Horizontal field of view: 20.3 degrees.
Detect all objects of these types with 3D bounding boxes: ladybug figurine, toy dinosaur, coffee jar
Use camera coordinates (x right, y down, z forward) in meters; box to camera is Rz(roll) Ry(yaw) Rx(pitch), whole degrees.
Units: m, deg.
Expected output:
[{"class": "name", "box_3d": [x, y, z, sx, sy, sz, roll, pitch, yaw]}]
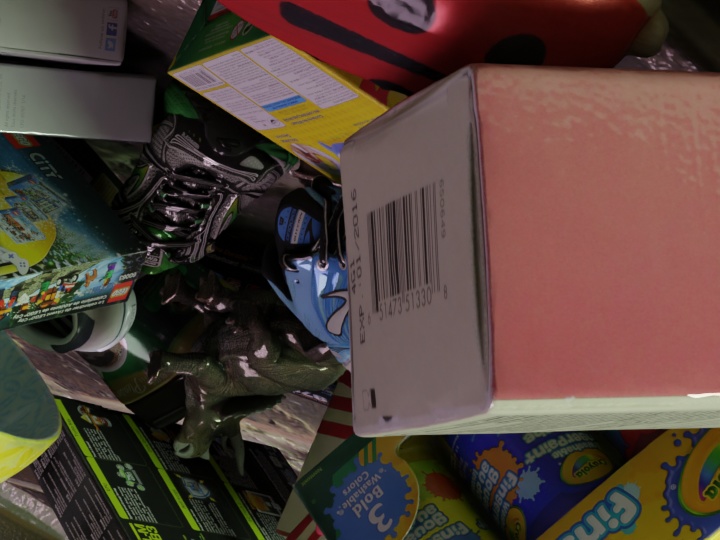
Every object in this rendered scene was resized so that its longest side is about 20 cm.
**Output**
[{"class": "ladybug figurine", "box_3d": [0.010, -0.111, 0.698, 0.199, 0.072, 0.136, 23, 164, 10]}, {"class": "toy dinosaur", "box_3d": [-0.052, 0.041, 1.110, 0.102, 0.078, 0.199, 22, 146, -35]}, {"class": "coffee jar", "box_3d": [-0.152, 0.005, 1.215, 0.200, 0.086, 0.104, 45, 142, -14]}]

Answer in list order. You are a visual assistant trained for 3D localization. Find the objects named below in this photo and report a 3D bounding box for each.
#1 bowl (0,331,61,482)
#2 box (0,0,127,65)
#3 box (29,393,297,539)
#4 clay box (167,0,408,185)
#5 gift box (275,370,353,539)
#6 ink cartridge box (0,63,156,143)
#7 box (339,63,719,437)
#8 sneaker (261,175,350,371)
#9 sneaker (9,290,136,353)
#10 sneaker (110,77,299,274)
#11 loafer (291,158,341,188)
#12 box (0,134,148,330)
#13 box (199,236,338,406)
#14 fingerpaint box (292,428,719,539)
[{"class": "bowl", "box_3d": [-0.261, 0.058, 1.022, 0.200, 0.108, 0.200, 42, -174, -5]}, {"class": "box", "box_3d": [-0.231, -0.124, 0.947, 0.199, 0.037, 0.144, 4, -177, -43]}, {"class": "box", "box_3d": [-0.088, 0.165, 1.208, 0.192, 0.048, 0.200, 15, -155, -40]}, {"class": "clay box", "box_3d": [0.025, -0.061, 0.885, 0.199, 0.048, 0.115, 31, 163, -24]}, {"class": "gift box", "box_3d": [0.061, 0.122, 1.173, 0.186, 0.186, 0.199, 33, 159, -33]}, {"class": "ink cartridge box", "box_3d": [-0.210, -0.089, 0.994, 0.199, 0.040, 0.099, 4, -175, -34]}, {"class": "box", "box_3d": [0.106, -0.003, 0.686, 0.198, 0.110, 0.128, 0, 172, -20]}, {"class": "sneaker", "box_3d": [0.000, 0.000, 0.893, 0.090, 0.079, 0.200, 33, 162, -10]}, {"class": "sneaker", "box_3d": [-0.210, -0.028, 1.107, 0.199, 0.073, 0.071, 35, -170, 11]}, {"class": "sneaker", "box_3d": [-0.087, -0.040, 1.058, 0.078, 0.086, 0.200, 27, 164, -7]}, {"class": "loafer", "box_3d": [0.018, -0.008, 1.021, 0.073, 0.071, 0.200, 16, 162, 30]}, {"class": "box", "box_3d": [-0.222, -0.049, 1.044, 0.136, 0.038, 0.200, -12, -130, -46]}, {"class": "box", "box_3d": [-0.070, 0.031, 1.334, 0.199, 0.046, 0.159, 18, 162, 25]}, {"class": "fingerpaint box", "box_3d": [0.093, 0.104, 0.928, 0.167, 0.200, 0.073, 52, -176, 38]}]
